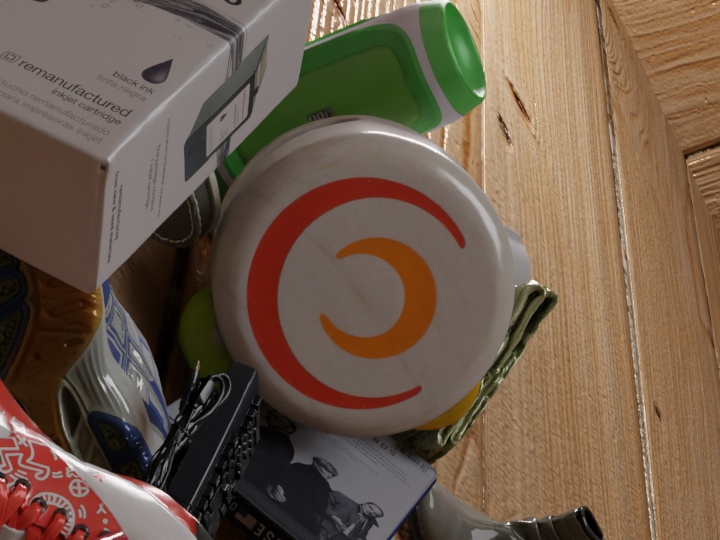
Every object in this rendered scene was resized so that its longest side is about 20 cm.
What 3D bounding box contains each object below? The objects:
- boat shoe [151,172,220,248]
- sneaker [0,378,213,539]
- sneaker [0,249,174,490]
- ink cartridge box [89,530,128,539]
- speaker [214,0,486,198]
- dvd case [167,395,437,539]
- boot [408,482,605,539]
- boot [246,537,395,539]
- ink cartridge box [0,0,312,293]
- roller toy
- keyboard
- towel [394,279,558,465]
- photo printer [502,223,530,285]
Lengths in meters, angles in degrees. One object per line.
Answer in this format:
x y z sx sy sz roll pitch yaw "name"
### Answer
-0.153 -0.088 0.950 0.202 0.072 0.060 56 24 -22 "boat shoe"
-0.150 0.102 0.682 0.201 0.067 0.108 38 19 14 "sneaker"
-0.150 0.037 0.856 0.088 0.075 0.202 -68 145 -73 "sneaker"
-0.171 0.161 0.554 0.200 0.143 0.084 -4 74 -70 "ink cartridge box"
-0.018 -0.116 1.139 0.089 0.199 0.089 53 26 -40 "speaker"
-0.038 0.117 1.023 0.150 0.025 0.200 38 18 7 "dvd case"
0.124 0.208 1.324 0.200 0.130 0.068 52 26 -42 "boot"
-0.008 0.218 1.058 0.201 0.072 0.144 65 19 7 "boot"
-0.132 -0.101 0.804 0.200 0.145 0.084 -52 162 -45 "ink cartridge box"
0.000 0.000 1.028 0.140 0.198 0.184 -116 -136 -77 "roller toy"
-0.092 0.128 0.836 0.128 0.020 0.201 86 21 -48 "keyboard"
0.067 0.081 1.184 0.036 0.149 0.200 39 -20 0 "towel"
0.017 -0.014 1.200 0.200 0.165 0.070 20 73 -65 "photo printer"
